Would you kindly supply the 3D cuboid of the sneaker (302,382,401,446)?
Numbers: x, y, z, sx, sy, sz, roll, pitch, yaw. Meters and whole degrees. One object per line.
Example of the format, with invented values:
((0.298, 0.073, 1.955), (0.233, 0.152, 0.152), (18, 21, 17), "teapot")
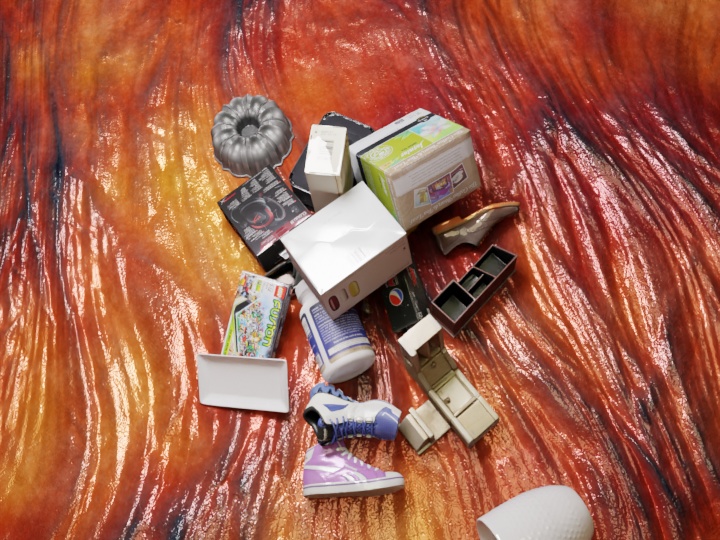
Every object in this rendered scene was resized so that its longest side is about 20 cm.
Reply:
((-0.028, 0.293, 1.456), (0.195, 0.083, 0.115), (15, 30, 18), "sneaker")

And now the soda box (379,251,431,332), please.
((0.078, 0.020, 1.564), (0.070, 0.063, 0.205), (-26, 73, 32), "soda box")

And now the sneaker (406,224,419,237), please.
((0.115, -0.149, 1.652), (0.199, 0.075, 0.085), (-40, 69, -11), "sneaker")

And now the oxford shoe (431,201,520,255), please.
((0.252, -0.091, 1.628), (0.195, 0.071, 0.075), (-20, 86, 2), "oxford shoe")

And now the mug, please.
((0.322, 0.485, 1.345), (0.172, 0.147, 0.204), (-25, 97, -13), "mug")

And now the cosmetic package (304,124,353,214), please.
((-0.059, -0.190, 1.519), (0.071, 0.201, 0.106), (6, 72, 6), "cosmetic package")

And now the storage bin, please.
((-0.056, -0.229, 1.693), (0.133, 0.094, 0.203), (23, 72, 15), "storage bin")

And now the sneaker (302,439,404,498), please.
((-0.014, 0.367, 1.456), (0.194, 0.073, 0.117), (-2, 64, 5), "sneaker")

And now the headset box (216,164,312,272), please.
((-0.194, -0.107, 1.652), (0.147, 0.076, 0.201), (-37, 60, -9), "headset box")

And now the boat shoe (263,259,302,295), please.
((-0.124, 0.002, 1.620), (0.196, 0.068, 0.073), (-28, 66, -8), "boat shoe")

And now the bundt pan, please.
((-0.254, -0.319, 1.760), (0.196, 0.076, 0.207), (-2, 67, 4), "bundt pan")

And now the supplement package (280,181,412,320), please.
((-0.024, -0.038, 1.479), (0.198, 0.112, 0.157), (-35, 61, -8), "supplement package")

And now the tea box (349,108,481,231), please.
((0.108, -0.212, 1.574), (0.197, 0.136, 0.196), (-30, 35, -16), "tea box")

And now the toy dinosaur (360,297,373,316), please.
((0.000, 0.000, 1.599), (0.060, 0.105, 0.205), (-21, 50, 39), "toy dinosaur")

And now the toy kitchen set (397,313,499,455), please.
((0.135, 0.236, 1.433), (0.162, 0.181, 0.201), (-37, 64, -9), "toy kitchen set")

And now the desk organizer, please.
((0.231, 0.031, 1.564), (0.071, 0.077, 0.200), (40, 77, 19), "desk organizer")

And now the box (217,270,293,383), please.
((-0.213, 0.114, 1.561), (0.107, 0.035, 0.206), (14, 91, 12), "box")

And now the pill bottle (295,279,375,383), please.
((-0.056, 0.111, 1.539), (0.113, 0.116, 0.204), (-22, 68, -4), "pill bottle")

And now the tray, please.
((-0.232, 0.221, 1.533), (0.194, 0.022, 0.111), (3, 104, 16), "tray")
